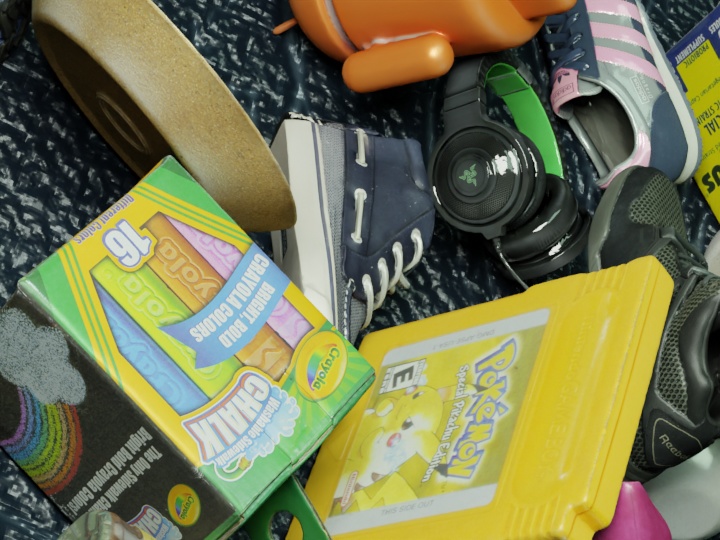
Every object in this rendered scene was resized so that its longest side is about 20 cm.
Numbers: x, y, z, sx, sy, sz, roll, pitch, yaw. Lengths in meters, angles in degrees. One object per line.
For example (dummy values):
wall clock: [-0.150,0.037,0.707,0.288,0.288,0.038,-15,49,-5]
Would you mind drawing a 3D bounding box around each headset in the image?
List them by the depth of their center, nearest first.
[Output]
headset: [0.078,-0.035,1.176,0.123,0.093,0.201,40,41,-46]

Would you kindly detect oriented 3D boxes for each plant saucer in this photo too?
plant saucer: [-0.113,-0.088,1.033,0.035,0.200,0.200,-41,88,-13]

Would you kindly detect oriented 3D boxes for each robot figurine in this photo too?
robot figurine: [0.038,-0.184,1.173,0.116,0.199,0.145,-15,99,-53]

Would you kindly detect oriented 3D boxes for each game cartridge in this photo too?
game cartridge: [0.058,0.083,1.019,0.032,0.199,0.177,46,46,-27]

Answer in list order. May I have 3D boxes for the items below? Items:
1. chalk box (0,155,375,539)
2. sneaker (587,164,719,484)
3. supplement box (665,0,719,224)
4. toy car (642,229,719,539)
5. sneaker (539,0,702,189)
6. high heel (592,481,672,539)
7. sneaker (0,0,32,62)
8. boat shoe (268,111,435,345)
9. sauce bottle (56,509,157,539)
chalk box: [-0.085,0.071,0.985,0.200,0.125,0.124,46,50,-1]
sneaker: [0.179,0.015,1.061,0.076,0.114,0.200,40,42,-30]
supplement box: [0.298,-0.083,1.323,0.109,0.109,0.201,-16,72,-38]
toy car: [0.233,0.078,1.145,0.150,0.200,0.176,40,27,-27]
sneaker: [0.149,-0.141,1.290,0.082,0.070,0.201,-16,71,-40]
high heel: [0.108,0.118,1.037,0.067,0.097,0.200,-7,20,-9]
sneaker: [-0.209,-0.189,1.105,0.078,0.076,0.201,20,47,-5]
boat shoe: [0.000,0.000,1.106,0.092,0.075,0.201,5,59,-16]
sauce bottle: [-0.067,0.190,0.947,0.200,0.064,0.065,41,47,-27]
